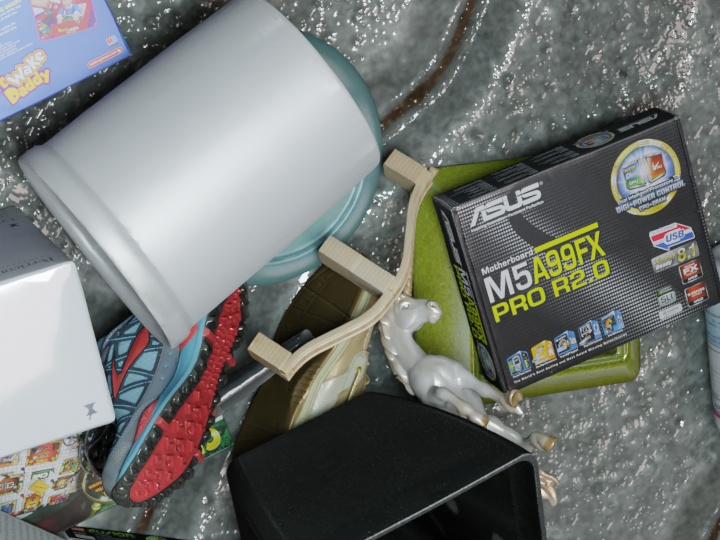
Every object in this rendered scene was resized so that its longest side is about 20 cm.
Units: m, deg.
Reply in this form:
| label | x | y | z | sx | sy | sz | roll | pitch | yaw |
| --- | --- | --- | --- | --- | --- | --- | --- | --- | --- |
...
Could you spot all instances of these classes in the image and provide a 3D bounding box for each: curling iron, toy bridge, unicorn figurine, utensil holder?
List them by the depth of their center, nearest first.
| label | x | y | z | sx | sy | sz | roll | pitch | yaw |
| --- | --- | --- | --- | --- | --- | --- | --- | --- | --- |
| utensil holder | -0.110 | -0.073 | 1.570 | 0.200 | 0.170 | 0.170 | -40 | 113 | -10 |
| curling iron | -0.122 | 0.097 | 1.676 | 0.199 | 0.026 | 0.050 | -27 | 108 | -5 |
| toy bridge | 0.000 | 0.000 | 1.678 | 0.067 | 0.027 | 0.200 | 32 | 75 | 16 |
| unicorn figurine | 0.076 | 0.096 | 1.690 | 0.074 | 0.137 | 0.201 | -31 | 122 | -26 |

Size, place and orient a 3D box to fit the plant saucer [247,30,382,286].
| label | x | y | z | sx | sy | sz | roll | pitch | yaw |
| --- | --- | --- | --- | --- | --- | --- | --- | --- | --- |
| plant saucer | -0.072 | -0.083 | 1.684 | 0.199 | 0.027 | 0.201 | -5 | 106 | -19 |

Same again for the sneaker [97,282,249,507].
| label | x | y | z | sx | sy | sz | roll | pitch | yaw |
| --- | --- | --- | --- | --- | --- | --- | --- | --- | --- |
| sneaker | -0.153 | 0.083 | 1.639 | 0.079 | 0.095 | 0.201 | 64 | 41 | -51 |

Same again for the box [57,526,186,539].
| label | x | y | z | sx | sy | sz | roll | pitch | yaw |
| --- | --- | --- | --- | --- | --- | --- | --- | --- | --- |
| box | -0.147 | 0.265 | 1.739 | 0.199 | 0.035 | 0.111 | 11 | 99 | -23 |

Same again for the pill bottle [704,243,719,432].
| label | x | y | z | sx | sy | sz | roll | pitch | yaw |
| --- | --- | --- | --- | --- | --- | --- | --- | --- | --- |
| pill bottle | 0.340 | 0.078 | 1.835 | 0.108 | 0.109 | 0.201 | -13 | 108 | -17 |

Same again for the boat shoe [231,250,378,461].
| label | x | y | z | sx | sy | sz | roll | pitch | yaw |
| --- | --- | --- | --- | --- | --- | --- | --- | --- | --- |
| boat shoe | -0.031 | 0.083 | 1.723 | 0.066 | 0.074 | 0.201 | 28 | 89 | -42 |

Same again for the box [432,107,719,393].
| label | x | y | z | sx | sy | sz | roll | pitch | yaw |
| --- | --- | --- | --- | --- | --- | --- | --- | --- | --- |
| box | 0.170 | -0.016 | 1.729 | 0.199 | 0.044 | 0.161 | -22 | 111 | -14 |

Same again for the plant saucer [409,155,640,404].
| label | x | y | z | sx | sy | sz | roll | pitch | yaw |
| --- | --- | --- | --- | --- | --- | --- | --- | --- | --- |
| plant saucer | 0.142 | 0.012 | 1.777 | 0.199 | 0.048 | 0.201 | -8 | 106 | -19 |

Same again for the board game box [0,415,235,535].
| label | x | y | z | sx | sy | sz | roll | pitch | yaw |
| --- | --- | --- | --- | --- | --- | --- | --- | --- | --- |
| board game box | -0.203 | 0.130 | 1.691 | 0.199 | 0.023 | 0.105 | -26 | 109 | -12 |

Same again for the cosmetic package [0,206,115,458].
| label | x | y | z | sx | sy | sz | roll | pitch | yaw |
| --- | --- | --- | --- | --- | --- | --- | --- | --- | --- |
| cosmetic package | -0.297 | 0.055 | 1.540 | 0.199 | 0.200 | 0.124 | -18 | 109 | -16 |

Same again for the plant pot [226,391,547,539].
| label | x | y | z | sx | sy | sz | roll | pitch | yaw |
| --- | --- | --- | --- | --- | --- | --- | --- | --- | --- |
| plant pot | 0.010 | 0.205 | 1.642 | 0.199 | 0.177 | 0.200 | -25 | 128 | -19 |

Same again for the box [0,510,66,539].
| label | x | y | z | sx | sy | sz | roll | pitch | yaw |
| --- | --- | --- | --- | --- | --- | --- | --- | --- | --- |
| box | -0.299 | 0.250 | 1.619 | 0.199 | 0.106 | 0.153 | 26 | 95 | -13 |

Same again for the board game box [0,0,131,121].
| label | x | y | z | sx | sy | sz | roll | pitch | yaw |
| --- | --- | --- | --- | --- | --- | --- | --- | --- | --- |
| board game box | -0.280 | -0.170 | 1.574 | 0.199 | 0.045 | 0.135 | -28 | 111 | -12 |
